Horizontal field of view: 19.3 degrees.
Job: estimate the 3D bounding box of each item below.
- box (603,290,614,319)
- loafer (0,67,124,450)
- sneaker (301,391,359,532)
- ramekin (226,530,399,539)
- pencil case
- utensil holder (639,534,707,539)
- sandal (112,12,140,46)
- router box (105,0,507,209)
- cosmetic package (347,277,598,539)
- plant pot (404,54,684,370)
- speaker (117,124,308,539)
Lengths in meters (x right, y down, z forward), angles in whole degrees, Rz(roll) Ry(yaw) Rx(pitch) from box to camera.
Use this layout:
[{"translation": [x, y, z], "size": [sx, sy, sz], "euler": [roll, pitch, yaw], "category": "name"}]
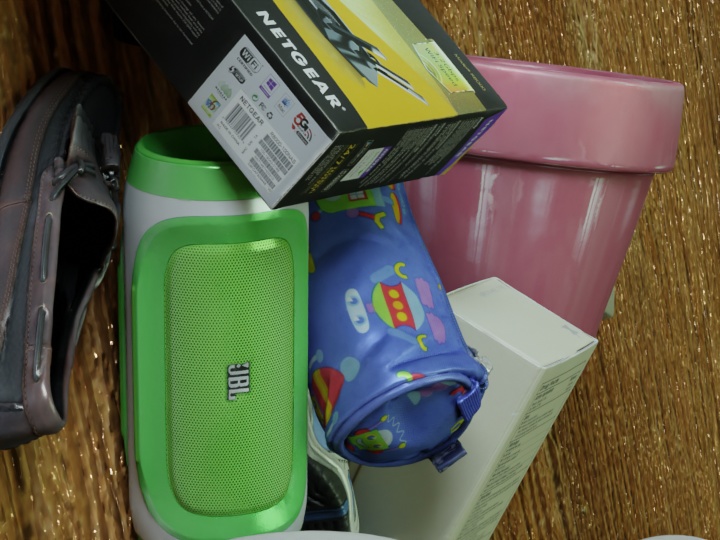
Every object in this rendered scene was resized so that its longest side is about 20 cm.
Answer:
[{"translation": [0.109, -0.015, 1.438], "size": [0.200, 0.082, 0.069], "euler": [27, 62, -63], "category": "box"}, {"translation": [-0.127, -0.006, 0.896], "size": [0.072, 0.063, 0.200], "euler": [64, 32, -45], "category": "loafer"}, {"translation": [-0.036, 0.084, 1.083], "size": [0.077, 0.075, 0.201], "euler": [-49, 130, -58], "category": "sneaker"}, {"translation": [-0.022, 0.197, 0.958], "size": [0.200, 0.199, 0.105], "euler": [52, 32, -54], "category": "ramekin"}, {"translation": [0.000, 0.000, 1.031], "size": [0.078, 0.087, 0.200], "euler": [87, -15, -58], "category": "pencil case"}, {"translation": [0.256, 0.324, 1.637], "size": [0.200, 0.169, 0.170], "euler": [60, 35, -52], "category": "utensil holder"}, {"translation": [-0.055, -0.106, 1.072], "size": [0.200, 0.075, 0.045], "euler": [-1, 83, -60], "category": "sandal"}, {"translation": [-0.043, -0.125, 0.961], "size": [0.200, 0.052, 0.157], "euler": [51, 29, 13], "category": "router box"}, {"translation": [0.041, 0.111, 1.144], "size": [0.200, 0.073, 0.103], "euler": [-63, 163, 15], "category": "cosmetic package"}, {"translation": [0.080, -0.034, 1.245], "size": [0.200, 0.199, 0.180], "euler": [-9, 108, -67], "category": "plant pot"}, {"translation": [-0.066, 0.038, 0.975], "size": [0.088, 0.088, 0.201], "euler": [-38, 132, -63], "category": "speaker"}]
